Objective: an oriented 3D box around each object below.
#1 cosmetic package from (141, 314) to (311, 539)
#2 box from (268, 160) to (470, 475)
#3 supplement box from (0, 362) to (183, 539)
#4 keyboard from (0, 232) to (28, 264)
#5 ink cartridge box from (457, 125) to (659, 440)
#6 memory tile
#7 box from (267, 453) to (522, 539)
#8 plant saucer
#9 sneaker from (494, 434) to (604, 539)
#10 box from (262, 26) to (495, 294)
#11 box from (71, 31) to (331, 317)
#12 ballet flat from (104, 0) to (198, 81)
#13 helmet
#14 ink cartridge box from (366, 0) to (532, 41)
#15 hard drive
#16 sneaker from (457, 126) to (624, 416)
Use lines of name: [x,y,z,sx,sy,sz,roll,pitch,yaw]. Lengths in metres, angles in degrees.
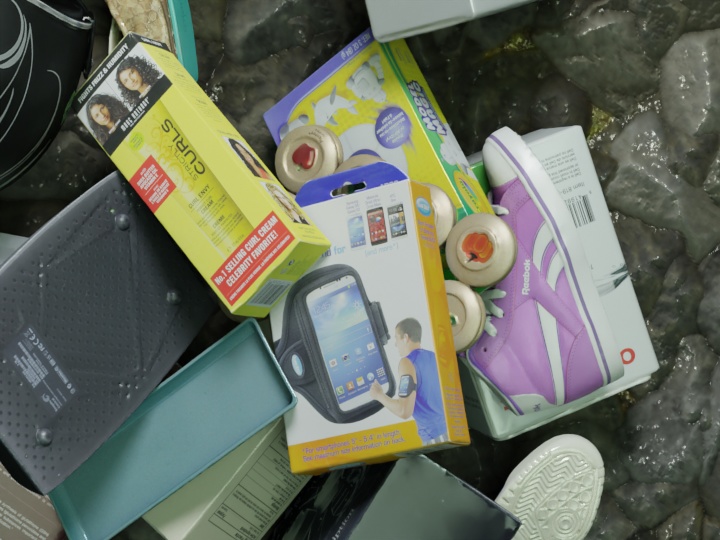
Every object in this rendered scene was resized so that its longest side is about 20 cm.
cosmetic package: [-0.073,0.115,1.284,0.071,0.105,0.200,37,82,28]
box: [-0.002,0.028,1.186,0.118,0.041,0.201,-14,79,23]
supplement box: [-0.228,0.118,1.273,0.109,0.061,0.200,38,85,-13]
keyboard: [-0.267,-0.002,1.244,0.199,0.011,0.057,11,75,4]
ink cartridge box: [0.121,0.008,1.344,0.146,0.083,0.201,-20,97,-13]
memory tile: [0.000,0.000,1.220,0.199,0.017,0.154,28,95,25]
box: [-0.002,0.221,1.275,0.104,0.182,0.201,34,85,-11]
plant saucer: [-0.129,0.116,1.206,0.200,0.019,0.070,-36,69,16]
sneaker: [0.114,0.200,1.337,0.076,0.111,0.201,21,102,-9]
box: [0.019,-0.057,1.263,0.117,0.048,0.201,-37,71,28]
box: [-0.111,-0.065,1.199,0.075,0.050,0.200,-45,70,16]
ballet flat: [-0.144,-0.120,1.287,0.065,0.070,0.201,-10,94,14]
helmet: [-0.293,-0.136,1.178,0.200,0.200,0.191,36,101,-14]
ink cartridge box: [0.074,-0.252,1.253,0.200,0.083,0.147,-28,105,-57]
hard drive: [-0.193,0.039,1.180,0.135,0.042,0.200,56,48,-20]
sneaker: [0.103,0.007,1.261,0.114,0.073,0.201,-22,94,-4]
